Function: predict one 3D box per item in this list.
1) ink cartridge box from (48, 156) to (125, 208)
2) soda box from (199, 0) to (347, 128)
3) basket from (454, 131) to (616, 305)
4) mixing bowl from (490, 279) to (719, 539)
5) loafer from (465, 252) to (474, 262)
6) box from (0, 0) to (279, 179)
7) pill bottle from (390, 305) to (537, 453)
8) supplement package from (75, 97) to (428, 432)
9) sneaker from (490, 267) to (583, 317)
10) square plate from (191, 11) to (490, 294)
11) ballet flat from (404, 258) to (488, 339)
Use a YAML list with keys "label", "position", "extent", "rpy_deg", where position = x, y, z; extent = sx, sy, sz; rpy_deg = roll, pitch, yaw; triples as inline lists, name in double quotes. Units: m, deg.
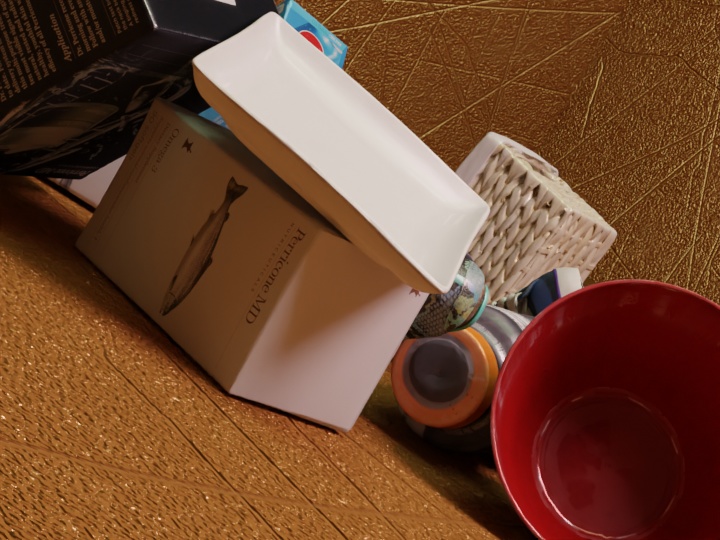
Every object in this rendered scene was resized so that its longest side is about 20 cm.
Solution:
- label: "ink cartridge box"
  position: [-0.210, -0.110, 1.435]
  extent: [0.199, 0.085, 0.146]
  rpy_deg: [30, 7, 0]
- label: "soda box"
  position: [-0.103, -0.135, 1.523]
  extent: [0.068, 0.199, 0.065]
  rpy_deg: [36, 45, -25]
- label: "basket"
  position: [0.130, -0.007, 1.762]
  extent: [0.123, 0.201, 0.135]
  rpy_deg: [43, 12, 29]
- label: "mixing bowl"
  position: [0.175, 0.116, 1.227]
  extent: [0.199, 0.201, 0.108]
  rpy_deg: [32, -18, 4]
- label: "loafer"
  position: [0.000, 0.000, 1.461]
  extent: [0.199, 0.073, 0.063]
  rpy_deg: [-4, 22, -37]
- label: "box"
  position: [-0.182, -0.157, 1.226]
  extent: [0.200, 0.196, 0.125]
  rpy_deg: [-1, 68, -66]
- label: "pill bottle"
  position: [0.087, 0.078, 1.332]
  extent: [0.106, 0.107, 0.200]
  rpy_deg: [34, 8, 21]
- label: "supplement package"
  position: [-0.069, -0.006, 1.186]
  extent: [0.117, 0.117, 0.200]
  rpy_deg: [23, 11, -46]
- label: "sneaker"
  position: [0.107, 0.058, 1.500]
  extent: [0.200, 0.145, 0.081]
  rpy_deg: [93, -16, -80]
- label: "square plate"
  position: [-0.011, -0.073, 1.153]
  extent: [0.198, 0.028, 0.200]
  rpy_deg: [42, 19, -2]
- label: "ballet flat"
  position: [0.005, 0.016, 1.254]
  extent: [0.074, 0.075, 0.199]
  rpy_deg: [28, -27, -28]
